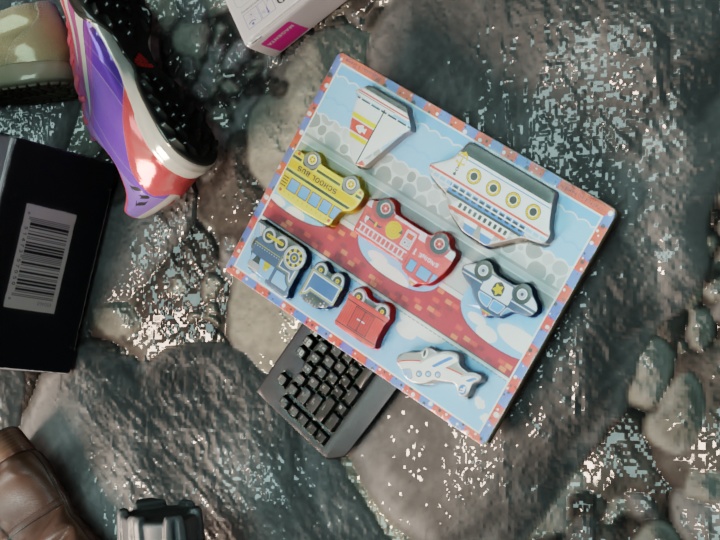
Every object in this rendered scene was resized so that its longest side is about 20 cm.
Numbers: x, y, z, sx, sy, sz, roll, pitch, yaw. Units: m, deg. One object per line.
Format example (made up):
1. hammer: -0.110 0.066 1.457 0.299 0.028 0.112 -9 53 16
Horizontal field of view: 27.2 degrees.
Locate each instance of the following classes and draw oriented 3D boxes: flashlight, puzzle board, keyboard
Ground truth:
1. flashlight: -0.109 0.240 0.873 0.067 0.068 0.202 -1 94 18
2. puzzle board: 0.028 -0.016 0.859 0.199 0.017 0.151 33 101 23
3. keyboard: 0.000 0.000 0.891 0.127 0.021 0.201 42 103 28

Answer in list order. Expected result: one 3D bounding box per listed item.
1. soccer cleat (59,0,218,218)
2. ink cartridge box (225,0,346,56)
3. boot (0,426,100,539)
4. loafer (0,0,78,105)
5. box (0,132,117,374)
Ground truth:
1. soccer cleat: -0.165 -0.128 0.982 0.073 0.068 0.201 -42 66 27
2. ink cartridge box: -0.058 -0.252 0.949 0.119 0.042 0.201 -34 70 22
3. boot: -0.225 0.232 0.969 0.200 0.064 0.187 45 104 23
4. loafer: -0.281 -0.150 1.051 0.199 0.076 0.069 -1 81 21
5. box: -0.285 -0.025 1.012 0.199 0.107 0.150 14 91 30
